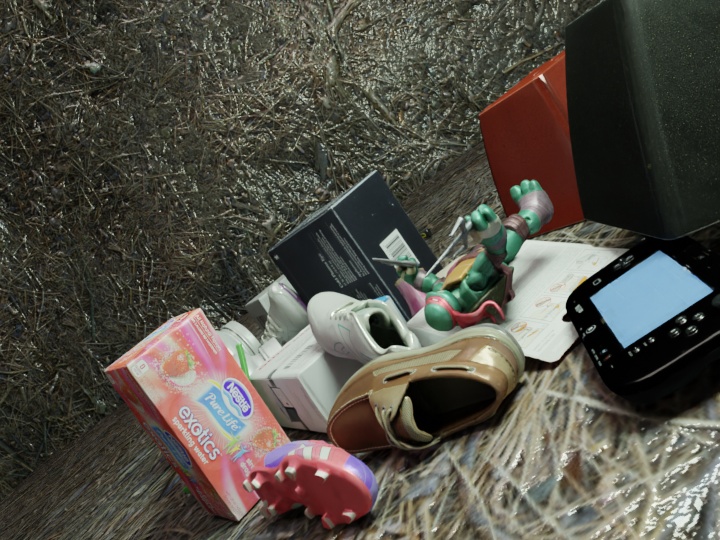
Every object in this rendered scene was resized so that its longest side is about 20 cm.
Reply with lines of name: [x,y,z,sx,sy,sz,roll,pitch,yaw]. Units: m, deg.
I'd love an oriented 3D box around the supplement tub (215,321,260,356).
supplement tub: [-0.261,0.196,1.153,0.199,0.146,0.144,-40,8,-30]

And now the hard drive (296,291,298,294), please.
hard drive: [-0.043,0.020,1.086,0.032,0.204,0.139,15,42,36]

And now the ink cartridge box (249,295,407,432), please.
ink cartridge box: [-0.037,0.116,0.824,0.146,0.087,0.199,-39,7,-26]

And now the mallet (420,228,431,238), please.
mallet: [0.067,-0.058,1.512,0.198,0.066,0.041,-32,6,31]

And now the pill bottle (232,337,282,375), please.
pill bottle: [-0.174,0.186,0.931,0.199,0.112,0.111,-38,7,-10]

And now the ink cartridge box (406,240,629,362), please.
ink cartridge box: [0.159,0.035,0.646,0.160,0.051,0.198,-39,26,-24]

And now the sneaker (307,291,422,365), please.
sneaker: [0.007,0.057,0.673,0.070,0.081,0.199,-33,38,-22]

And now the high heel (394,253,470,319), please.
high heel: [0.120,0.037,0.813,0.067,0.097,0.199,-41,-17,25]

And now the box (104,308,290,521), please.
box: [-0.170,0.156,0.732,0.102,0.202,0.094,-39,13,-35]

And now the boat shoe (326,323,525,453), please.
boat shoe: [0.041,0.109,0.557,0.198,0.076,0.072,-34,9,32]

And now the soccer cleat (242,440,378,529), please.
soccer cleat: [-0.037,0.171,0.579,0.076,0.067,0.199,-38,4,-35]

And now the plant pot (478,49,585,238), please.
plant pot: [0.275,-0.185,0.884,0.199,0.178,0.199,-38,8,-25]

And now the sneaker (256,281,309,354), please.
sneaker: [-0.113,0.103,1.007,0.099,0.202,0.075,-33,50,-20]

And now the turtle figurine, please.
turtle figurine: [0.096,-0.005,0.610,0.199,0.102,0.149,-35,7,-41]

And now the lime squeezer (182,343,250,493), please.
lime squeezer: [-0.159,0.199,0.859,0.038,0.069,0.204,12,-81,-67]

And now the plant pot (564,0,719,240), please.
plant pot: [0.274,-0.155,0.554,0.196,0.181,0.200,-24,7,4]

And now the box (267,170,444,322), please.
box: [0.000,0.000,0.925,0.104,0.202,0.181,-42,10,-38]

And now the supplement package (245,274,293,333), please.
supplement package: [-0.150,0.062,1.582,0.199,0.118,0.116,-40,8,-26]

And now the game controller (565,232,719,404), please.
game controller: [0.197,0.023,0.459,0.103,0.043,0.200,-28,8,14]
